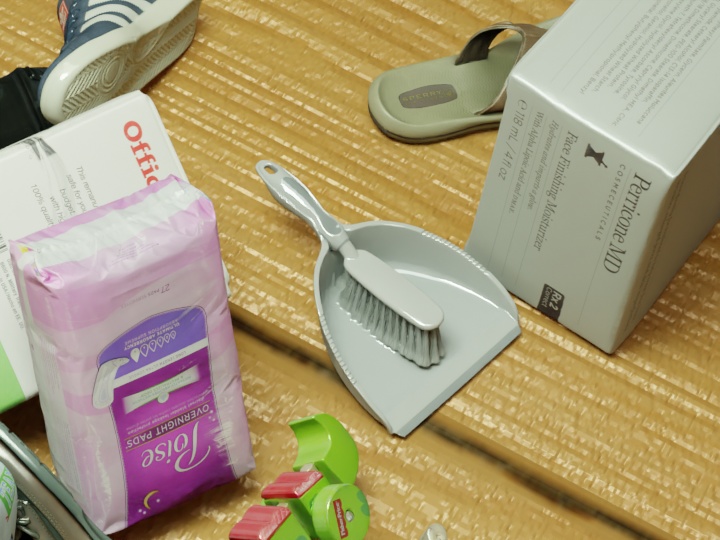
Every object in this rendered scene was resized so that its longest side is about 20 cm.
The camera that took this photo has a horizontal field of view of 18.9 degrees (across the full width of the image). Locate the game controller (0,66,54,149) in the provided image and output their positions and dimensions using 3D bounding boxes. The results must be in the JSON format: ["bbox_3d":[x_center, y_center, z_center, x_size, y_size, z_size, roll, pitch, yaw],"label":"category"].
[{"bbox_3d":[-0.225,-0.057,1.489,0.104,0.042,0.201,-23,58,-7],"label":"game controller"}]

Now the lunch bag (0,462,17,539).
[{"bbox_3d":[-0.295,0.167,1.237,0.198,0.161,0.076,15,15,7],"label":"lunch bag"}]

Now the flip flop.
[{"bbox_3d":[0.099,-0.149,1.589,0.199,0.058,0.081,-15,57,-19],"label":"flip flop"}]

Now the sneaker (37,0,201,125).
[{"bbox_3d":[-0.191,-0.163,1.528,0.084,0.075,0.200,26,31,11],"label":"sneaker"}]

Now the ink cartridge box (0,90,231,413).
[{"bbox_3d":[-0.204,-0.007,1.371,0.199,0.084,0.146,-26,98,-22],"label":"ink cartridge box"}]

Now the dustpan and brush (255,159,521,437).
[{"bbox_3d":[0.000,0.000,1.460,0.200,0.057,0.139,39,57,19],"label":"dustpan and brush"}]

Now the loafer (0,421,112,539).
[{"bbox_3d":[-0.192,0.159,1.279,0.200,0.072,0.063,46,70,-4],"label":"loafer"}]

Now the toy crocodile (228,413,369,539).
[{"bbox_3d":[-0.055,0.171,1.307,0.067,0.062,0.200,-9,36,44],"label":"toy crocodile"}]

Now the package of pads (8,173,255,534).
[{"bbox_3d":[-0.138,0.053,1.309,0.120,0.201,0.076,-22,36,-23],"label":"package of pads"}]

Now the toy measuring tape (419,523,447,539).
[{"bbox_3d":[-0.014,0.224,1.279,0.073,0.074,0.201,22,59,8],"label":"toy measuring tape"}]

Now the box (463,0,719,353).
[{"bbox_3d":[0.186,-0.091,1.470,0.130,0.200,0.200,32,55,16],"label":"box"}]
